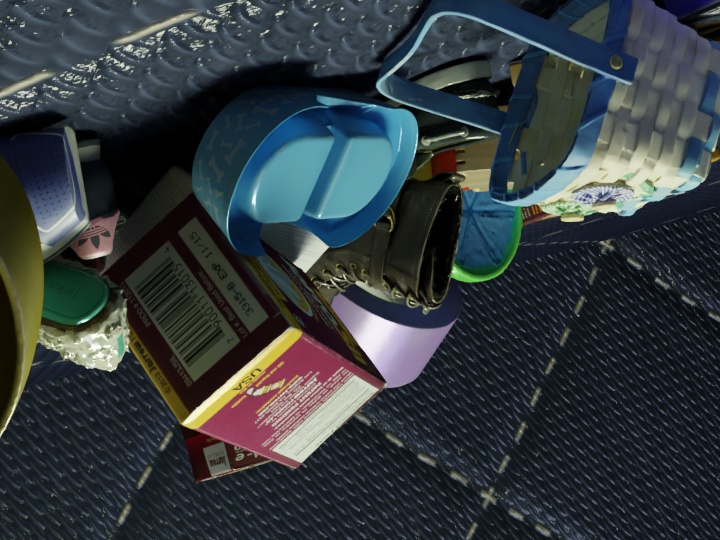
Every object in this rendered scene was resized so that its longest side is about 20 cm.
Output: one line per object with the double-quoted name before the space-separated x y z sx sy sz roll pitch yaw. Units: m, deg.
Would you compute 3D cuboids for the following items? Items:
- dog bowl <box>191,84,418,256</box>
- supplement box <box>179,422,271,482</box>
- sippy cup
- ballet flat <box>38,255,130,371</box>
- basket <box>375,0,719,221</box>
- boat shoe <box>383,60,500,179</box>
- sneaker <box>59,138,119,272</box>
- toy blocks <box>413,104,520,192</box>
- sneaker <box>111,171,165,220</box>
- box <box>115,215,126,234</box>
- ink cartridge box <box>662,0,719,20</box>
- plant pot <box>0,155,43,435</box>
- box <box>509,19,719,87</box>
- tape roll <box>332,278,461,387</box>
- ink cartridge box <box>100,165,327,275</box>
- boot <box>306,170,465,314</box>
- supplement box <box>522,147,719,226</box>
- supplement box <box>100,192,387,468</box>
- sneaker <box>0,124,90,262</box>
"dog bowl" -0.038 -0.073 0.965 0.199 0.049 0.112 -8 128 -55
"supplement box" -0.133 0.081 1.269 0.060 0.202 0.109 -13 173 -28
"sippy cup" 0.069 -0.053 1.403 0.130 0.141 0.178 -6 142 46
"ballet flat" -0.226 0.014 0.925 0.199 0.072 0.071 27 -159 32
"basket" 0.119 -0.112 0.891 0.198 0.140 0.176 22 169 -8
"boat shoe" 0.028 -0.099 1.082 0.075 0.061 0.199 -12 174 -38
"sneaker" -0.208 -0.030 0.992 0.070 0.083 0.200 -17 176 -15
"toy blocks" 0.094 -0.100 1.204 0.135 0.101 0.200 -4 176 10
"sneaker" -0.132 -0.062 1.123 0.088 0.074 0.200 -54 155 3
"box" -0.203 -0.021 1.323 0.198 0.048 0.193 -17 176 4
"ink cartridge box" 0.278 -0.201 0.839 0.199 0.044 0.198 -12 175 -33
"plant pot" -0.243 -0.006 0.718 0.198 0.201 0.142 -17 -159 14
"box" 0.230 -0.161 1.026 0.162 0.021 0.199 -12 -174 -31
"tape roll" 0.000 0.022 1.465 0.199 0.200 0.085 -9 139 -50
"ink cartridge box" -0.102 -0.020 1.076 0.200 0.041 0.199 -46 154 16
"boot" 0.000 0.000 1.159 0.069 0.202 0.173 5 -167 -45
"supplement box" 0.244 -0.116 1.420 0.110 0.086 0.199 -12 174 -36
"supplement box" -0.081 0.049 1.017 0.103 0.131 0.200 -41 156 4
"sneaker" -0.268 -0.028 0.843 0.198 0.081 0.115 -15 177 11
